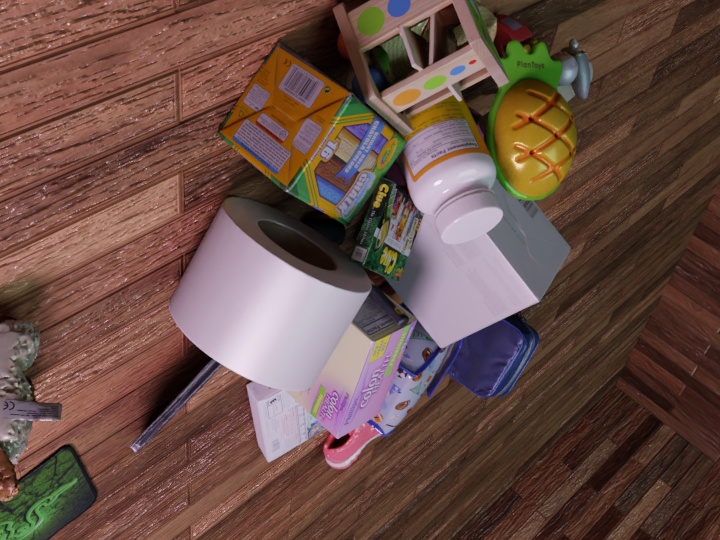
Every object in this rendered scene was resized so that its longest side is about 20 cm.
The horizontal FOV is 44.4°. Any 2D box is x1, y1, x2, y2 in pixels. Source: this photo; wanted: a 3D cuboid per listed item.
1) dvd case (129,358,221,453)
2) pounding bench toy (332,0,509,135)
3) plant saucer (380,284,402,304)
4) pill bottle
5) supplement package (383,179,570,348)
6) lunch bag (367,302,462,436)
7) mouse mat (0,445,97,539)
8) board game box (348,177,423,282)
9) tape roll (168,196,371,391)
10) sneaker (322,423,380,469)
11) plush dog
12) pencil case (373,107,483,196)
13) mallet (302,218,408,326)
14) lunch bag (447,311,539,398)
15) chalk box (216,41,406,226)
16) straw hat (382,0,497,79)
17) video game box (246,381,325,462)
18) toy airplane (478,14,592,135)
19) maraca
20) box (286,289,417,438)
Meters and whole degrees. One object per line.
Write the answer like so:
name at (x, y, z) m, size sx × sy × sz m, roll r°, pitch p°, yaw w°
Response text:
dvd case at (-0.217, 0.152, 1.147) m, size 0.200 × 0.016 × 0.149 m, roll -46°, pitch -179°, yaw -11°
pounding bench toy at (0.050, -0.283, 1.001) m, size 0.155 × 0.202 × 0.124 m, roll -24°, pitch 162°, yaw 18°
plant saucer at (0.029, 0.099, 1.529) m, size 0.200 × 0.037 × 0.201 m, roll -39°, pitch 151°, yaw -26°
pill bottle at (0.102, -0.140, 1.099) m, size 0.110 × 0.202 × 0.111 m, roll -18°, pitch 158°, yaw -8°
supplement package at (0.157, -0.029, 1.291) m, size 0.199 × 0.192 × 0.147 m, roll -32°, pitch -170°, yaw 44°
lunch bag at (0.079, 0.137, 1.404) m, size 0.200 × 0.123 × 0.171 m, roll -41°, pitch 162°, yaw -45°
mouse mat at (-0.425, 0.316, 1.101) m, size 0.199 × 0.008 × 0.162 m, roll -38°, pitch 150°, yaw -25°
board game box at (0.037, -0.046, 1.110) m, size 0.106 × 0.023 × 0.200 m, roll -67°, pitch 164°, yaw 1°
tape roll at (-0.105, 0.026, 1.033) m, size 0.140 × 0.202 × 0.202 m, roll -58°, pitch 153°, yaw 13°
sneaker at (0.005, 0.295, 1.696) m, size 0.200 × 0.074 × 0.087 m, roll -47°, pitch 152°, yaw -10°
plush dog at (-0.377, 0.163, 0.857) m, size 0.199 × 0.161 × 0.172 m, roll -35°, pitch 173°, yaw -31°
pencil case at (0.095, -0.167, 1.241) m, size 0.199 × 0.093 × 0.091 m, roll -33°, pitch 149°, yaw -38°
mallet at (0.000, 0.000, 1.174) m, size 0.066 × 0.200 × 0.041 m, roll -16°, pitch 143°, yaw -54°
lunch bag at (0.298, 0.174, 1.947) m, size 0.201 × 0.136 × 0.132 m, roll -59°, pitch 153°, yaw 11°
chalk box at (-0.042, -0.143, 1.009) m, size 0.124 × 0.125 × 0.200 m, roll -54°, pitch 153°, yaw 4°
straw hat at (0.123, -0.301, 1.121) m, size 0.201 × 0.085 × 0.202 m, roll -38°, pitch 150°, yaw -26°
video game box at (-0.088, 0.207, 1.430) m, size 0.181 × 0.047 × 0.201 m, roll -25°, pitch 146°, yaw -19°
toy airplane at (0.253, -0.249, 1.241) m, size 0.141 × 0.198 × 0.202 m, roll -26°, pitch -132°, yaw 54°
maraca at (0.215, -0.191, 1.126) m, size 0.136 × 0.107 × 0.202 m, roll -6°, pitch 96°, yaw -32°
box at (-0.047, 0.090, 1.210) m, size 0.096 × 0.200 × 0.177 m, roll -21°, pitch 140°, yaw -45°
